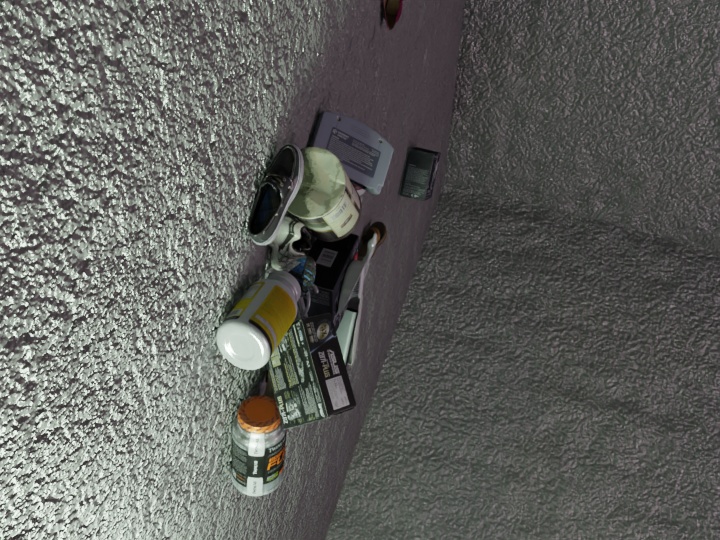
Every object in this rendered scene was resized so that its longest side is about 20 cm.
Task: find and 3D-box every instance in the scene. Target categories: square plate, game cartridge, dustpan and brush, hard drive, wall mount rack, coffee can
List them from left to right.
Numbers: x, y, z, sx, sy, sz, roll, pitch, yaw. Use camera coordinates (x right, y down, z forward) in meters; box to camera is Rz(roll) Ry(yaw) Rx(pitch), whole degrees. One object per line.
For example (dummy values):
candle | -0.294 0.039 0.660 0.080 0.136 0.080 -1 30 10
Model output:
wall mount rack | -0.124 0.134 1.449 0.201 0.073 0.176 -54 -135 41
coffee can | -0.082 -0.157 1.367 0.200 0.143 0.150 49 57 -76
hard drive | -0.090 0.189 1.768 0.033 0.137 0.205 -21 125 -71
square plate | -0.051 0.153 1.843 0.197 0.028 0.205 9 -89 60
game cartridge | -0.021 -0.274 1.468 0.041 0.197 0.136 -7 -117 61
dustpan and brush | 0.000 0.000 1.565 0.140 0.056 0.205 -48 150 -66

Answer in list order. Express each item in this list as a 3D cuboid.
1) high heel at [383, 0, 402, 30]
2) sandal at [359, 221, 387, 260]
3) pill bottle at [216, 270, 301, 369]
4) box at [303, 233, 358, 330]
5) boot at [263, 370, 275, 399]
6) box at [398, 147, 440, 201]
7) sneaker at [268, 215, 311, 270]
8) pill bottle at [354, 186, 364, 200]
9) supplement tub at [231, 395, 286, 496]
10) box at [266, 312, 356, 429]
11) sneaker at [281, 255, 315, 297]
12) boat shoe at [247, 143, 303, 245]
high heel | 0.087 -0.714 1.669 0.200 0.066 0.099 40 55 -81
sandal | 0.034 -0.109 2.199 0.201 0.079 0.055 -59 139 -42
pill bottle | -0.188 0.088 1.246 0.201 0.110 0.114 -59 161 -52
box | -0.082 0.030 1.614 0.184 0.102 0.202 94 16 -47
boot | -0.180 0.295 1.464 0.146 0.069 0.205 -23 -105 63
box | 0.254 -0.413 2.727 0.200 0.121 0.202 -38 140 -71
sneaker | -0.144 -0.045 1.358 0.201 0.086 0.077 81 25 -67
pill bottle | -0.031 -0.252 1.588 0.110 0.107 0.204 -57 158 -56
supplement tub | -0.225 0.385 1.415 0.123 0.120 0.204 -57 158 -56
box | -0.112 0.212 1.338 0.085 0.162 0.205 -8 77 -44
sneaker | -0.157 0.036 1.386 0.201 0.074 0.087 -52 -167 28
boat shoe | -0.164 -0.149 1.203 0.066 0.069 0.204 49 64 -78
